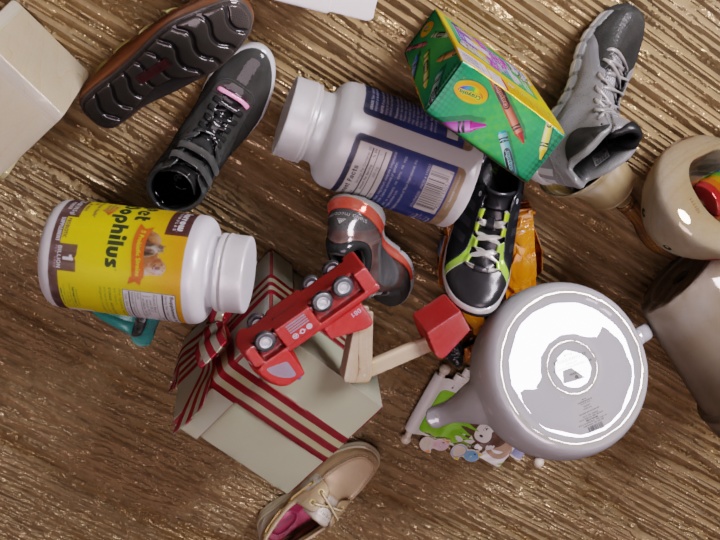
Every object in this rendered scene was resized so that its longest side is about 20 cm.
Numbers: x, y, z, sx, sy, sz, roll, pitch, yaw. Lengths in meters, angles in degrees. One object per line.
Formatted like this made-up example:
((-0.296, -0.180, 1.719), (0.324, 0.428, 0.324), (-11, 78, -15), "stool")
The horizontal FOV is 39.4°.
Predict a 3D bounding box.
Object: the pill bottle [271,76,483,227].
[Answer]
((0.016, -0.125, 1.024), (0.199, 0.111, 0.111), (18, 116, -12), "pill bottle")

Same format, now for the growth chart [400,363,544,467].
((0.160, 0.185, 1.248), (0.199, 0.018, 0.145), (13, 117, -8), "growth chart")

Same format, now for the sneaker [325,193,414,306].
((0.000, 0.000, 1.070), (0.077, 0.082, 0.200), (6, 153, 24), "sneaker")

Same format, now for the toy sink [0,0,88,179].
((-0.379, -0.145, 0.987), (0.200, 0.131, 0.112), (-38, 114, 15), "toy sink")

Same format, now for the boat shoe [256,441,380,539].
((-0.052, 0.296, 1.266), (0.074, 0.069, 0.200), (40, 109, -20), "boat shoe")

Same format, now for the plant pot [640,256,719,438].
((0.414, 0.061, 1.113), (0.173, 0.200, 0.200), (43, 109, -4), "plant pot")

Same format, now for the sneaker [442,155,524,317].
((0.127, -0.055, 1.031), (0.071, 0.201, 0.083), (9, 162, 7), "sneaker")

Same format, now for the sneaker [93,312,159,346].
((-0.214, 0.022, 1.096), (0.199, 0.084, 0.122), (6, 103, 3), "sneaker")

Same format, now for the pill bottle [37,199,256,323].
((-0.208, -0.007, 1.001), (0.199, 0.109, 0.110), (7, 118, 4), "pill bottle")

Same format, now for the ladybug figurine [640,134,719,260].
((0.359, -0.071, 1.049), (0.072, 0.199, 0.136), (-43, 72, 48), "ladybug figurine")

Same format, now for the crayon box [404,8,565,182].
((0.112, -0.172, 0.954), (0.118, 0.200, 0.058), (32, 111, -17), "crayon box")

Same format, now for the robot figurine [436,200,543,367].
((0.149, 0.021, 1.137), (0.144, 0.058, 0.201), (-6, 117, 1), "robot figurine")

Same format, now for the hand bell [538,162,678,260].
((0.293, -0.070, 1.093), (0.104, 0.104, 0.200), (-42, 123, 18), "hand bell")

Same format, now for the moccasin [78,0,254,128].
((-0.189, -0.213, 0.986), (0.201, 0.078, 0.074), (-32, 128, 27), "moccasin")

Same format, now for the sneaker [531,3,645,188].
((0.249, -0.164, 0.985), (0.075, 0.115, 0.201), (26, 94, -30), "sneaker")

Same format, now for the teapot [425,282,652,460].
((0.202, 0.110, 1.080), (0.199, 0.146, 0.198), (25, 75, -5), "teapot")

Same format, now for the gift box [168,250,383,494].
((-0.108, 0.119, 1.108), (0.187, 0.185, 0.200), (40, 103, -22), "gift box")

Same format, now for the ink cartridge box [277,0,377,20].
((-0.071, -0.318, 0.944), (0.199, 0.067, 0.118), (13, 116, -8), "ink cartridge box")

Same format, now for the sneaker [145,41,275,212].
((-0.150, -0.136, 1.019), (0.071, 0.099, 0.200), (33, 111, -16), "sneaker")

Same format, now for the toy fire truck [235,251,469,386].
((-0.007, 0.062, 0.992), (0.200, 0.049, 0.141), (-35, 117, -2), "toy fire truck")
